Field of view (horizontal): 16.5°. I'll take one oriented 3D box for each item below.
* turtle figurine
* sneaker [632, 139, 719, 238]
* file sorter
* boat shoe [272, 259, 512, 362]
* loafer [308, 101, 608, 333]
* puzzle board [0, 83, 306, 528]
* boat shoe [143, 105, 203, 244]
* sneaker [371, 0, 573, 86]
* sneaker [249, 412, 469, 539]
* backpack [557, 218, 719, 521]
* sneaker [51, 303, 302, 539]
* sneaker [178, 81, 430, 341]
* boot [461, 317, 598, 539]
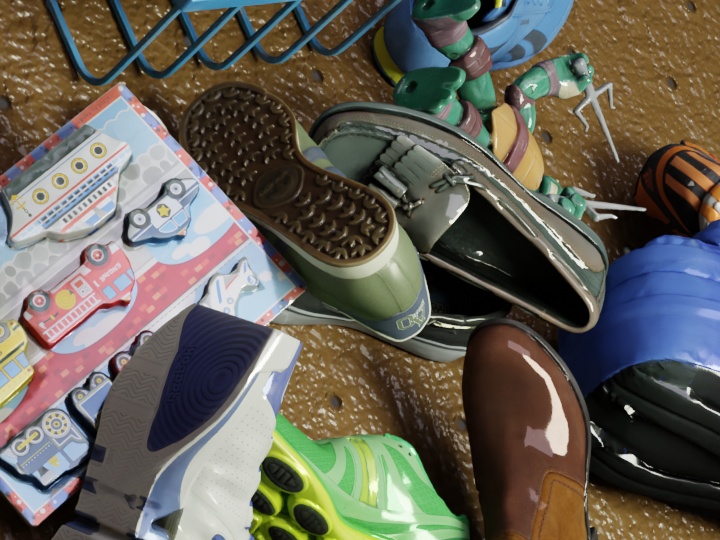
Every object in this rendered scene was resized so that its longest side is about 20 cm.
[{"bbox_3d":[0.095,-0.079,1.515,0.200,0.100,0.150,44,29,-41],"label":"turtle figurine"},{"bbox_3d":[0.252,-0.023,1.651,0.112,0.078,0.200,44,-5,47],"label":"sneaker"},{"bbox_3d":[-0.080,-0.194,1.450,0.199,0.123,0.139,-11,71,-44],"label":"file sorter"},{"bbox_3d":[0.000,0.000,1.443,0.199,0.057,0.069,17,55,-32],"label":"boat shoe"},{"bbox_3d":[0.060,-0.030,1.422,0.199,0.072,0.063,28,29,-17],"label":"loafer"},{"bbox_3d":[-0.145,0.013,1.283,0.151,0.017,0.200,47,64,4],"label":"puzzle board"},{"bbox_3d":[-0.103,-0.011,1.353,0.070,0.069,0.201,-1,63,-33],"label":"boat shoe"},{"bbox_3d":[0.092,-0.173,1.614,0.200,0.078,0.066,-28,81,-47],"label":"sneaker"},{"bbox_3d":[-0.014,0.122,1.349,0.200,0.074,0.084,39,41,-30],"label":"sneaker"},{"bbox_3d":[0.216,0.061,1.517,0.199,0.163,0.169,15,50,-18],"label":"backpack"},{"bbox_3d":[-0.084,0.123,1.256,0.115,0.080,0.200,36,79,-49],"label":"sneaker"},{"bbox_3d":[-0.028,-0.026,1.369,0.067,0.200,0.090,-40,132,-9],"label":"sneaker"},{"bbox_3d":[0.073,0.140,1.342,0.200,0.068,0.190,-43,129,-66],"label":"boot"}]
